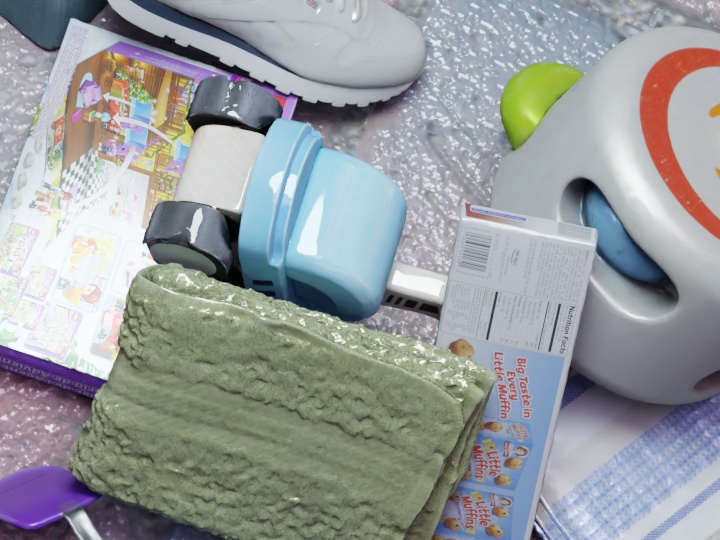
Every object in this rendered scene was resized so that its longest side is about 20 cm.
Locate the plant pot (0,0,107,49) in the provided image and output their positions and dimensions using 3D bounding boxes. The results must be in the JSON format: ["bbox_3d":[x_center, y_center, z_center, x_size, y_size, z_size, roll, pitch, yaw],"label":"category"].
[{"bbox_3d":[-0.175,-0.286,1.571,0.196,0.200,0.196,39,68,8],"label":"plant pot"}]

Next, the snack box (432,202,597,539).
[{"bbox_3d":[0.070,0.064,1.488,0.072,0.200,0.024,11,26,0],"label":"snack box"}]

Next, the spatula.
[{"bbox_3d":[-0.125,0.150,1.453,0.056,0.021,0.200,-25,45,-36],"label":"spatula"}]

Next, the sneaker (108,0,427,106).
[{"bbox_3d":[-0.043,-0.155,1.578,0.200,0.081,0.077,16,38,-26],"label":"sneaker"}]

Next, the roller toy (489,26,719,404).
[{"bbox_3d":[0.178,-0.032,1.531,0.200,0.140,0.183,19,50,-24],"label":"roller toy"}]

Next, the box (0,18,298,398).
[{"bbox_3d":[-0.128,-0.027,1.563,0.137,0.039,0.200,19,67,-2],"label":"box"}]

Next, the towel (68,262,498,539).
[{"bbox_3d":[-0.041,0.081,1.471,0.200,0.149,0.037,17,28,-9],"label":"towel"}]

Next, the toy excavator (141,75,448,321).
[{"bbox_3d":[0.000,0.000,1.507,0.200,0.195,0.100,14,66,11],"label":"toy excavator"}]

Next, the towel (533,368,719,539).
[{"bbox_3d":[0.172,0.133,1.557,0.147,0.024,0.200,-36,79,-20],"label":"towel"}]
